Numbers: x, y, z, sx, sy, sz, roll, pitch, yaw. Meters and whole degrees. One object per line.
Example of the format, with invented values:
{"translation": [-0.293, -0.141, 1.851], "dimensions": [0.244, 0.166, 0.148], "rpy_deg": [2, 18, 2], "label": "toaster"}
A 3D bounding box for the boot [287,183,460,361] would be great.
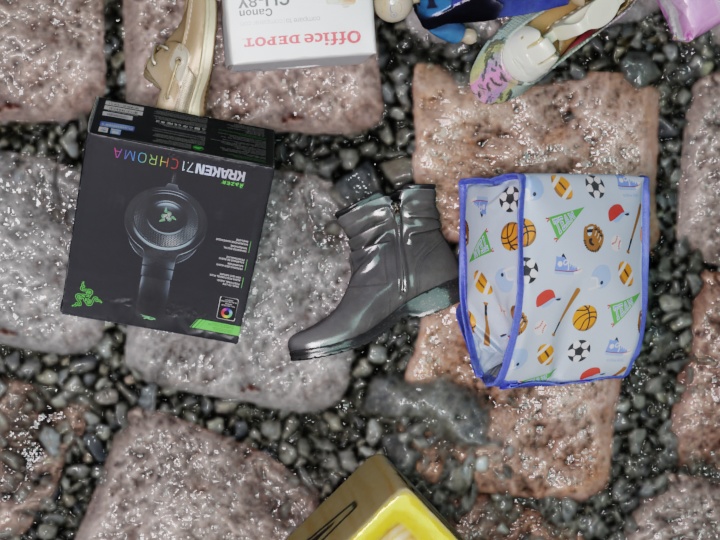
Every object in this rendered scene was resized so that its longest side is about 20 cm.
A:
{"translation": [0.000, 0.000, 1.554], "dimensions": [0.199, 0.070, 0.133], "rpy_deg": [-24, 94, -16], "label": "boot"}

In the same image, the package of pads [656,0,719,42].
{"translation": [0.373, -0.321, 1.568], "dimensions": [0.199, 0.076, 0.121], "rpy_deg": [-29, 99, -4], "label": "package of pads"}

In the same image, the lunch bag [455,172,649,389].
{"translation": [0.184, 0.010, 1.524], "dimensions": [0.169, 0.124, 0.202], "rpy_deg": [-2, 90, -30], "label": "lunch bag"}

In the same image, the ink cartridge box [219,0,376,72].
{"translation": [-0.064, -0.296, 1.512], "dimensions": [0.144, 0.083, 0.202], "rpy_deg": [-5, 94, -7], "label": "ink cartridge box"}

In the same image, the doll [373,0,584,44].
{"translation": [0.109, -0.274, 1.504], "dimensions": [0.198, 0.049, 0.137], "rpy_deg": [-11, 128, 3], "label": "doll"}

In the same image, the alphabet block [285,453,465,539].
{"translation": [0.023, 0.318, 1.504], "dimensions": [0.195, 0.200, 0.196], "rpy_deg": [45, 88, -8], "label": "alphabet block"}

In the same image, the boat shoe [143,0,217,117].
{"translation": [-0.174, -0.189, 1.512], "dimensions": [0.064, 0.071, 0.202], "rpy_deg": [7, 94, -8], "label": "boat shoe"}

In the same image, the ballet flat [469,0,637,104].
{"translation": [0.193, -0.234, 1.552], "dimensions": [0.199, 0.071, 0.069], "rpy_deg": [-37, 109, -3], "label": "ballet flat"}

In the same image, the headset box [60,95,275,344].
{"translation": [-0.181, -0.040, 1.482], "dimensions": [0.172, 0.093, 0.202], "rpy_deg": [11, 116, -8], "label": "headset box"}
